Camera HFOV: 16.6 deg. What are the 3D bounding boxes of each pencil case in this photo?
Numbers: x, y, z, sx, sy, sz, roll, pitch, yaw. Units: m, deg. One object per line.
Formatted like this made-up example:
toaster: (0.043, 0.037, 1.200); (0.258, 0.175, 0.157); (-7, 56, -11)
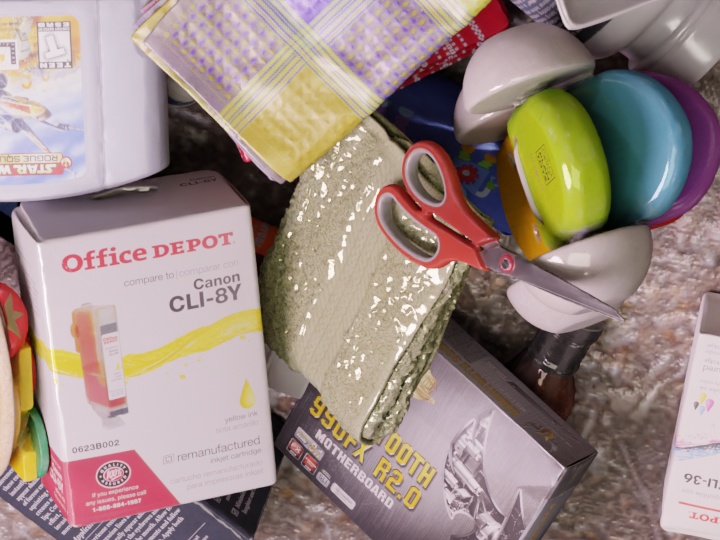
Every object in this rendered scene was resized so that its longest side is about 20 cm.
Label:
pencil case: (0.066, -0.081, 1.665); (0.200, 0.078, 0.087); (26, 127, -3)

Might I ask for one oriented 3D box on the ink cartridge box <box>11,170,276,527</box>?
ink cartridge box: (-0.141, 0.049, 1.612); (0.145, 0.083, 0.200); (-11, 110, -17)

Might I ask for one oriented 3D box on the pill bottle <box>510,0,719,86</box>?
pill bottle: (0.146, -0.204, 1.559); (0.200, 0.120, 0.120); (39, 118, -10)

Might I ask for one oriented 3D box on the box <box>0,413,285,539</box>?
box: (-0.168, 0.126, 1.779); (0.200, 0.148, 0.107); (39, 118, -10)

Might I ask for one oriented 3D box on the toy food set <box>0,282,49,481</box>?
toy food set: (-0.264, 0.046, 1.639); (0.049, 0.200, 0.198); (-14, 119, -28)

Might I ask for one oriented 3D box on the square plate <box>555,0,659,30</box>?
square plate: (0.179, -0.265, 1.496); (0.200, 0.028, 0.198); (-19, 91, -16)

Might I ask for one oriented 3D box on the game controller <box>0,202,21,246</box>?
game controller: (-0.261, -0.086, 1.668); (0.200, 0.042, 0.104); (31, 137, 27)

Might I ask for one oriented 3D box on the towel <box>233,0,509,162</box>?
towel: (-0.015, -0.175, 1.596); (0.200, 0.022, 0.145); (-27, 100, -11)

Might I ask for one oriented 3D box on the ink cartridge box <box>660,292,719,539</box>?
ink cartridge box: (0.278, 0.125, 1.737); (0.116, 0.068, 0.200); (10, 119, 6)

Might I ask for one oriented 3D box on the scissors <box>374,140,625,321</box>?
scissors: (0.079, -0.004, 1.473); (0.200, 0.014, 0.073); (43, 122, 32)

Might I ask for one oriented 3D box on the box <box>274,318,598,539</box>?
box: (0.050, 0.125, 1.742); (0.200, 0.048, 0.158); (43, 123, 21)

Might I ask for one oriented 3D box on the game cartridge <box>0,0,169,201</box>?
game cartridge: (-0.221, -0.111, 1.569); (0.200, 0.042, 0.133); (-2, 101, -2)

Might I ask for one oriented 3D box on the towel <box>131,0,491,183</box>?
towel: (-0.027, -0.161, 1.522); (0.200, 0.023, 0.144); (-40, 98, 15)

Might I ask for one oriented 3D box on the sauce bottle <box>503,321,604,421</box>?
sauce bottle: (0.113, 0.106, 1.763); (0.066, 0.066, 0.200); (27, 118, -4)

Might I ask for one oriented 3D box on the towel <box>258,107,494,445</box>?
towel: (0.000, 0.000, 1.587); (0.148, 0.036, 0.200); (45, 128, 28)

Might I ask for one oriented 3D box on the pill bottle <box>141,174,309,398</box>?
pill bottle: (-0.114, 0.007, 1.726); (0.200, 0.114, 0.114); (24, 119, -2)

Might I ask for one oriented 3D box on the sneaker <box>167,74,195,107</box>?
sneaker: (-0.165, -0.192, 1.640); (0.200, 0.075, 0.088); (57, 153, 10)

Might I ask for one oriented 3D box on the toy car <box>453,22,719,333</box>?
toy car: (0.149, -0.064, 1.532); (0.150, 0.200, 0.175); (-17, 82, -4)
